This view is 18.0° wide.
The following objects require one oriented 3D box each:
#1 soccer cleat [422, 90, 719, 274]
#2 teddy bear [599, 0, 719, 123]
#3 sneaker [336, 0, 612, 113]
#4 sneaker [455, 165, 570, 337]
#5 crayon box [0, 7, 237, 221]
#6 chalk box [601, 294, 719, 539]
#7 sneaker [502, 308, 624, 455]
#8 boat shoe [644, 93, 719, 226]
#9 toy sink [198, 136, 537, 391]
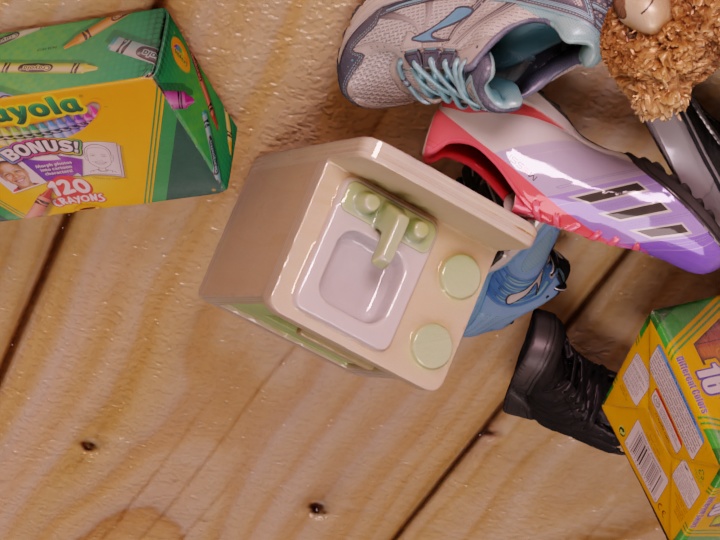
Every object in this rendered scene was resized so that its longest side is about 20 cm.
[{"bbox_3d":[0.131,-0.046,1.385,0.199,0.073,0.068,34,162,5],"label":"soccer cleat"},{"bbox_3d":[0.208,-0.163,1.202,0.199,0.146,0.067,-15,162,27],"label":"teddy bear"},{"bbox_3d":[0.063,-0.130,1.330,0.199,0.087,0.078,-21,136,35],"label":"sneaker"},{"bbox_3d":[0.102,-0.019,1.511,0.089,0.079,0.200,0,153,-22],"label":"sneaker"},{"bbox_3d":[-0.193,-0.095,1.455,0.198,0.059,0.119,-6,143,20],"label":"crayon box"},{"bbox_3d":[0.287,0.088,1.532,0.199,0.125,0.124,-13,150,-20],"label":"chalk box"},{"bbox_3d":[0.158,0.085,1.615,0.103,0.060,0.200,19,164,4],"label":"sneaker"},{"bbox_3d":[0.238,-0.060,1.421,0.071,0.072,0.200,-33,128,12],"label":"boat shoe"},{"bbox_3d":[0.000,0.000,1.432,0.130,0.113,0.200,27,169,-21],"label":"toy sink"}]
